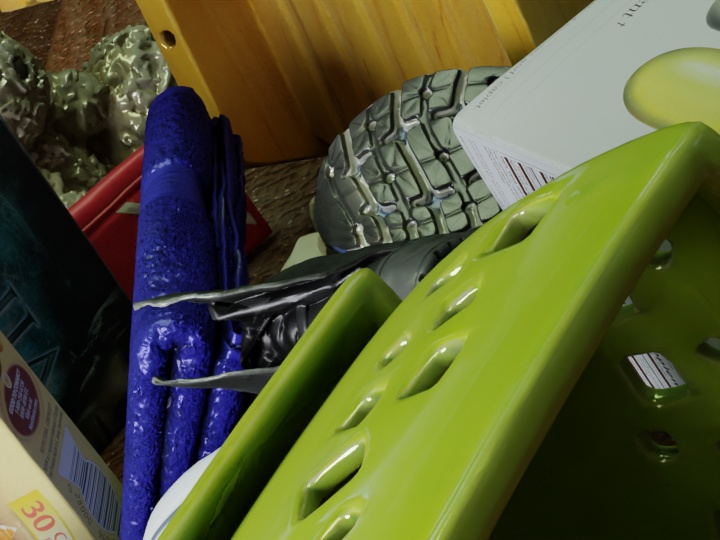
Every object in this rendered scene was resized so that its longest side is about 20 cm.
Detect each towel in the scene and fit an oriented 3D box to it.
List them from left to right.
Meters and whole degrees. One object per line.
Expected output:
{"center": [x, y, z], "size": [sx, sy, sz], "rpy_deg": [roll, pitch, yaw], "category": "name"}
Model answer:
{"center": [-0.069, 0.032, 1.176], "size": [0.049, 0.148, 0.200], "rpy_deg": [3, 30, -4], "category": "towel"}

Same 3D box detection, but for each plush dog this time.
{"center": [-0.187, -0.064, 1.404], "size": [0.160, 0.172, 0.200], "rpy_deg": [-21, 31, 27], "category": "plush dog"}

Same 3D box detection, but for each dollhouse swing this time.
{"center": [-0.023, -0.091, 1.217], "size": [0.200, 0.182, 0.176], "rpy_deg": [-9, 24, 40], "category": "dollhouse swing"}

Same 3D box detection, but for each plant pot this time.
{"center": [0.051, 0.104, 0.848], "size": [0.181, 0.200, 0.199], "rpy_deg": [-15, 32, 47], "category": "plant pot"}

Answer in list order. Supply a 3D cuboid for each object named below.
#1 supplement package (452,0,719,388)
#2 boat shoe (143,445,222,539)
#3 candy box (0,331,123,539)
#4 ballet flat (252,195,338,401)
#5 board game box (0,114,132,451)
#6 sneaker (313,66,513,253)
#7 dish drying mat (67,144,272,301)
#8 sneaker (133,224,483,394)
{"center": [0.176, -0.037, 0.976], "size": [0.191, 0.147, 0.200], "rpy_deg": [-41, 26, -11], "category": "supplement package"}
{"center": [0.003, 0.089, 1.051], "size": [0.200, 0.074, 0.065], "rpy_deg": [-25, 24, 21], "category": "boat shoe"}
{"center": [-0.189, 0.067, 1.165], "size": [0.115, 0.200, 0.055], "rpy_deg": [-26, 29, 16], "category": "candy box"}
{"center": [0.000, 0.000, 1.209], "size": [0.072, 0.072, 0.200], "rpy_deg": [-19, 30, 29], "category": "ballet flat"}
{"center": [-0.175, 0.013, 1.235], "size": [0.028, 0.200, 0.135], "rpy_deg": [6, 48, 47], "category": "board game box"}
{"center": [0.080, -0.039, 1.156], "size": [0.199, 0.089, 0.079], "rpy_deg": [-16, 59, 4], "category": "sneaker"}
{"center": [-0.131, 0.020, 1.310], "size": [0.200, 0.077, 0.018], "rpy_deg": [-43, 30, -16], "category": "dish drying mat"}
{"center": [0.017, 0.014, 1.073], "size": [0.104, 0.060, 0.200], "rpy_deg": [-12, -3, 33], "category": "sneaker"}
